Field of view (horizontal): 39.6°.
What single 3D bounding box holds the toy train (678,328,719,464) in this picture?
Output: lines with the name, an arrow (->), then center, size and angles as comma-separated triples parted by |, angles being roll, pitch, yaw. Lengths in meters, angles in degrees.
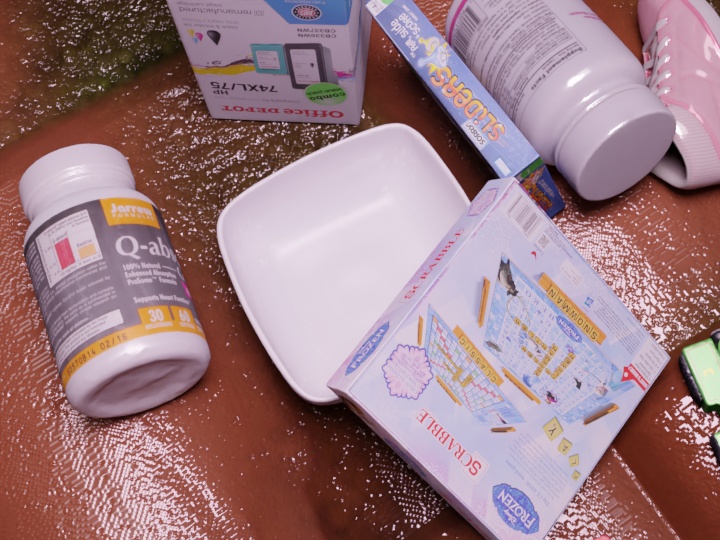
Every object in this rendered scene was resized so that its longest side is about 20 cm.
toy train -> 0.299, 0.140, 0.755 | 0.056, 0.042, 0.202 | -20, 67, 6

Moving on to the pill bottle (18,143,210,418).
pill bottle -> -0.204, 0.006, 0.805 | 0.115, 0.117, 0.202 | -22, 68, -5

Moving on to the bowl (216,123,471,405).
bowl -> 0.000, 0.000, 0.816 | 0.198, 0.075, 0.201 | -26, 69, -7

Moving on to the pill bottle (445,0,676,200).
pill bottle -> 0.165, -0.161, 0.836 | 0.112, 0.114, 0.201 | -27, 59, -7

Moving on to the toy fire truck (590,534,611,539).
toy fire truck -> 0.128, 0.296, 0.695 | 0.199, 0.049, 0.142 | -32, 68, -8

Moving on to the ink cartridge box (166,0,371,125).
ink cartridge box -> -0.069, -0.239, 0.853 | 0.145, 0.200, 0.148 | 3, 69, 5

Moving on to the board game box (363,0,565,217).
board game box -> 0.089, -0.136, 0.831 | 0.034, 0.135, 0.201 | -38, 67, 8

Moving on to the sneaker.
sneaker -> 0.267, -0.159, 0.861 | 0.104, 0.075, 0.202 | -19, 71, -10

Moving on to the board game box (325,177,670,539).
board game box -> 0.108, 0.074, 0.736 | 0.200, 0.041, 0.200 | 46, 74, -18
